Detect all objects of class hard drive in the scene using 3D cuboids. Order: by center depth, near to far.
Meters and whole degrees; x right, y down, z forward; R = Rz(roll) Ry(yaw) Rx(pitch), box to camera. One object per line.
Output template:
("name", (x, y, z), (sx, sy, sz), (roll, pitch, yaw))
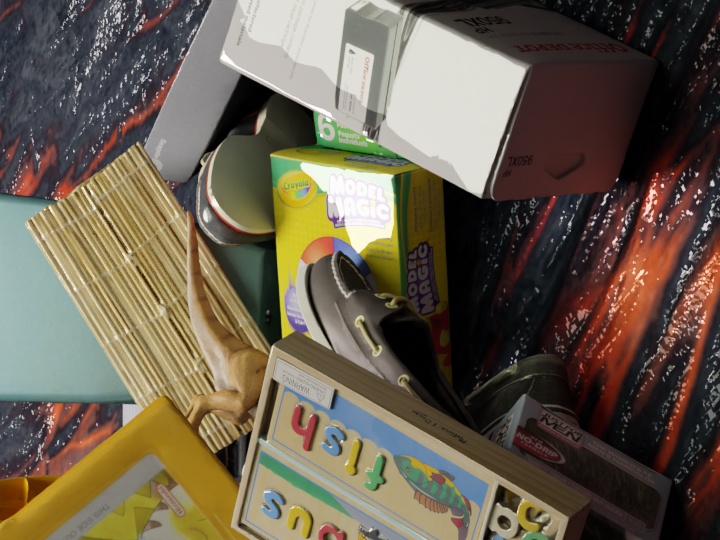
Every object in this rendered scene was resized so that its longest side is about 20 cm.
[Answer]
("hard drive", (-0.077, -0.154, 1.803), (0.042, 0.135, 0.200), (35, 125, 8))

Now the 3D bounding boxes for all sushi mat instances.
("sushi mat", (-0.130, 0.024, 1.732), (0.200, 0.096, 0.012), (57, -177, 6))

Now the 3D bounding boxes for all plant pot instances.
("plant pot", (-0.142, 0.025, 1.809), (0.200, 0.141, 0.141), (3, 87, 20))

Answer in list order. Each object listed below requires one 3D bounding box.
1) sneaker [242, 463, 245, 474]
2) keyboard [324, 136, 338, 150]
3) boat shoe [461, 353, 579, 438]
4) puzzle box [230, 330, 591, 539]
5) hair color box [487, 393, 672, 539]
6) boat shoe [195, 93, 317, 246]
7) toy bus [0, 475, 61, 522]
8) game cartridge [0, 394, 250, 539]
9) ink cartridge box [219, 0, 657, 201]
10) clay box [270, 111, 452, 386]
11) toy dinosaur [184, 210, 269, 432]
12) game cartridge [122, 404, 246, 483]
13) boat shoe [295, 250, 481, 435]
("sneaker", (-0.055, 0.172, 1.772), (0.081, 0.075, 0.200), (-78, 7, -55))
("keyboard", (-0.016, -0.101, 1.750), (0.127, 0.021, 0.200), (104, 165, -82))
("boat shoe", (0.066, 0.114, 1.584), (0.200, 0.071, 0.064), (-40, 43, 46))
("puzzle box", (0.023, 0.134, 1.456), (0.200, 0.025, 0.133), (29, 125, 24))
("hair color box", (0.080, 0.171, 1.506), (0.200, 0.099, 0.061), (-55, 8, 38))
("boat shoe", (-0.077, -0.057, 1.753), (0.063, 0.071, 0.200), (-39, 12, 21))
("toy bus", (-0.248, 0.285, 2.008), (0.200, 0.136, 0.192), (58, 145, 41))
("game cartridge", (-0.137, 0.202, 1.556), (0.176, 0.200, 0.032), (50, 176, 8))
("ink cartridge box", (0.046, -0.119, 1.516), (0.200, 0.145, 0.084), (29, 112, 30))
("clay box", (0.000, 0.000, 1.657), (0.115, 0.048, 0.200), (11, 111, 45))
("toy dinosaur", (-0.076, 0.069, 1.692), (0.106, 0.060, 0.200), (-45, 64, -6))
("game cartridge", (-0.129, 0.093, 1.922), (0.133, 0.041, 0.200), (-13, 74, 53))
("boat shoe", (0.018, 0.052, 1.550), (0.061, 0.072, 0.201), (-41, 42, 15))
